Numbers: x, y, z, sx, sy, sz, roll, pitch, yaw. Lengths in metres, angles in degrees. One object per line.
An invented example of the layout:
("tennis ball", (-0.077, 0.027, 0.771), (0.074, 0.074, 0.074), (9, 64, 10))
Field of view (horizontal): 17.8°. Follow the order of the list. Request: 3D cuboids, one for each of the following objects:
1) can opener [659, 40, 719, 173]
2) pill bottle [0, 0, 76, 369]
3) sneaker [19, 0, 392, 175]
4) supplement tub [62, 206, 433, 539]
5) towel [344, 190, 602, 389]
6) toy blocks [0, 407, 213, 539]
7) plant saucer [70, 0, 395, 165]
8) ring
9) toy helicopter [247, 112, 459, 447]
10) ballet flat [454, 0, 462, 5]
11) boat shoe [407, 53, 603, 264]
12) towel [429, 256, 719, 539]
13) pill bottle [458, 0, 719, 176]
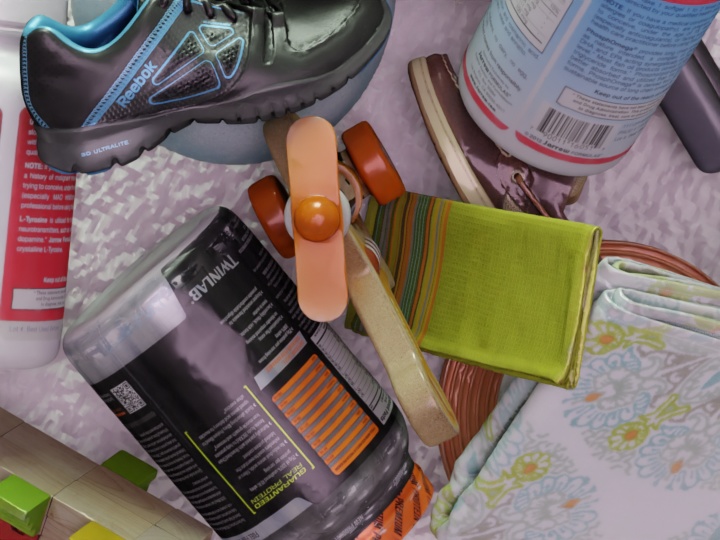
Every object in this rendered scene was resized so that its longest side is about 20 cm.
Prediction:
("can opener", (0.148, -0.140, 1.314), (0.067, 0.053, 0.201), (-28, 100, 27))
("pill bottle", (-0.207, -0.053, 1.228), (0.111, 0.112, 0.202), (6, 94, -9))
("sneaker", (-0.078, -0.116, 1.176), (0.199, 0.073, 0.082), (-21, 114, -14))
("supplement tub", (-0.058, 0.075, 1.257), (0.122, 0.123, 0.200), (-40, 99, -3))
("towel", (0.056, 0.006, 1.236), (0.018, 0.200, 0.087), (6, 94, -34))
("toy blocks", (-0.174, 0.170, 1.255), (0.199, 0.100, 0.137), (28, 115, 15))
("plant saucer", (-0.059, -0.156, 1.246), (0.200, 0.039, 0.203), (-4, 99, -28))
("ring", (0.141, 0.082, 1.340), (0.199, 0.019, 0.202), (-1, 96, -9))
("toy helicopter", (0.000, 0.000, 1.212), (0.079, 0.132, 0.201), (-28, 70, 4))
("ballet flat", (0.011, -0.191, 1.224), (0.199, 0.076, 0.064), (21, 113, -43))
("boat shoe", (0.097, -0.041, 1.284), (0.072, 0.072, 0.201), (-30, 86, 3))
("towel", (0.153, 0.086, 1.249), (0.170, 0.048, 0.201), (14, 125, -25))
("pill bottle", (0.136, -0.153, 1.204), (0.108, 0.109, 0.200), (22, 132, -10))
